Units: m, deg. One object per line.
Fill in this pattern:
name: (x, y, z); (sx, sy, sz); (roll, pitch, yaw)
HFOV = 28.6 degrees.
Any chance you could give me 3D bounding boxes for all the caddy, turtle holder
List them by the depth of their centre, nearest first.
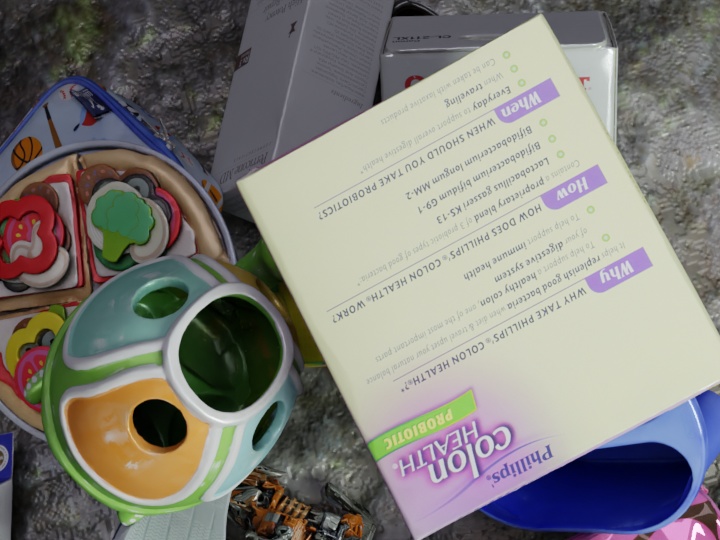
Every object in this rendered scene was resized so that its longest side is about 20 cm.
turtle holder: (-0.086, 0.055, 0.805); (0.185, 0.132, 0.142); (-17, 83, -36)
caddy: (0.122, 0.083, 0.837); (0.199, 0.105, 0.142); (-8, 107, 42)

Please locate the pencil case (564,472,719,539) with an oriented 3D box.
pencil case: (0.136, 0.195, 0.871); (0.199, 0.091, 0.094); (-27, 104, -7)

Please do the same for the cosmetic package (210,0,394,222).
cosmetic package: (-0.040, -0.137, 0.998); (0.074, 0.101, 0.201); (23, 67, -28)

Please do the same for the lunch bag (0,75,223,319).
lunch bag: (-0.194, -0.027, 0.971); (0.160, 0.075, 0.200); (43, 98, 27)

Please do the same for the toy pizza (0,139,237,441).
toy pizza: (-0.174, 0.015, 0.904); (0.199, 0.032, 0.202); (-1, 85, 15)

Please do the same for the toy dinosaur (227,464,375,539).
toy dinosaur: (-0.027, 0.207, 0.893); (0.199, 0.103, 0.136); (28, 57, 36)

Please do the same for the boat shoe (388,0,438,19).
boat shoe: (0.077, -0.106, 1.002); (0.072, 0.068, 0.201); (-31, 73, -8)

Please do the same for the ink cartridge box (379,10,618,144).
ink cartridge box: (0.091, -0.061, 0.914); (0.144, 0.201, 0.083); (0, 26, 6)

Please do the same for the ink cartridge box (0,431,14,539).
ink cartridge box: (-0.279, 0.209, 0.933); (0.094, 0.037, 0.202); (-11, 67, 21)

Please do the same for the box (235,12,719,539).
box: (0.063, 0.006, 0.723); (0.175, 0.097, 0.201); (-28, 81, 5)

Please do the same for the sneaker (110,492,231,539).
sneaker: (-0.124, 0.167, 0.874); (0.073, 0.071, 0.201); (38, 37, -16)

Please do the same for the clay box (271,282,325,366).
clay box: (0.000, 0.000, 0.861); (0.199, 0.047, 0.116); (-7, 82, 46)
